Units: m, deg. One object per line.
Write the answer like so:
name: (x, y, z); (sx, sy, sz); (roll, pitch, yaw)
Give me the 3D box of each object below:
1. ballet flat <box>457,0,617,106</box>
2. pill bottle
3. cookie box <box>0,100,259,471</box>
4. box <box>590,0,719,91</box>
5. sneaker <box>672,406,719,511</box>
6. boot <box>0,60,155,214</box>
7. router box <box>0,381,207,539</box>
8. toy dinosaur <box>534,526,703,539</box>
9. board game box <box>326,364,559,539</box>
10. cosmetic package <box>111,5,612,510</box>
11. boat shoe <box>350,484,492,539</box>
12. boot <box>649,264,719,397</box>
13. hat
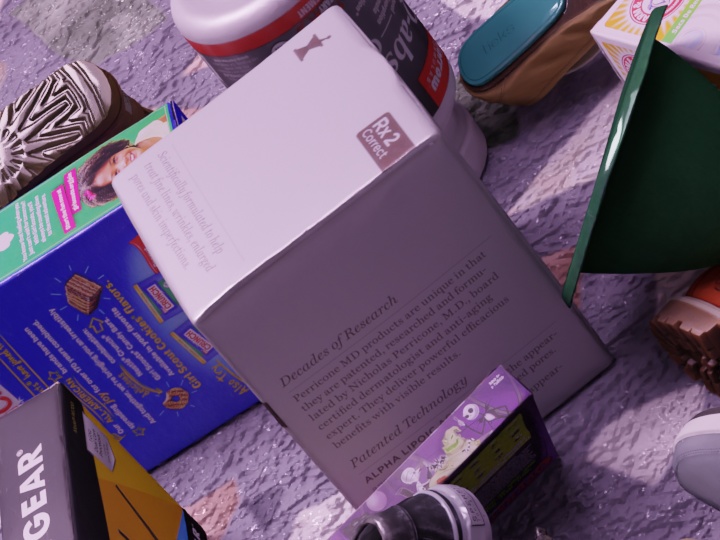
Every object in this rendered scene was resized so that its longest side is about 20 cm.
ballet flat: (0.140, -0.167, 1.736); (0.200, 0.063, 0.069); (-39, 48, 34)
pill bottle: (-0.014, -0.119, 1.743); (0.116, 0.200, 0.116); (-24, 39, 21)
cookie box: (-0.142, 0.025, 1.733); (0.200, 0.171, 0.075); (-32, 34, 10)
box: (0.241, -0.118, 1.600); (0.113, 0.101, 0.200); (-50, 37, -14)
sneaker: (0.200, 0.141, 1.388); (0.121, 0.084, 0.200); (-45, 36, -23)
boot: (-0.179, -0.046, 1.821); (0.175, 0.200, 0.066); (-28, 70, 11)
router box: (-0.131, 0.177, 1.581); (0.051, 0.149, 0.200); (-31, 38, 13)
toy dinosaur: (0.123, 0.144, 1.353); (0.088, 0.200, 0.048); (13, 73, 0)
board game box: (0.019, 0.143, 1.516); (0.200, 0.120, 0.032); (-45, 65, -7)
cosmetic package: (0.000, 0.000, 1.607); (0.165, 0.200, 0.165); (-38, 36, 2)
boat shoe: (-0.002, 0.185, 1.440); (0.072, 0.071, 0.200); (51, 133, 43)
boot: (0.242, 0.027, 1.477); (0.107, 0.075, 0.200); (-43, 35, -13)
hat: (0.209, -0.034, 1.516); (0.200, 0.176, 0.166); (-58, -15, -76)
